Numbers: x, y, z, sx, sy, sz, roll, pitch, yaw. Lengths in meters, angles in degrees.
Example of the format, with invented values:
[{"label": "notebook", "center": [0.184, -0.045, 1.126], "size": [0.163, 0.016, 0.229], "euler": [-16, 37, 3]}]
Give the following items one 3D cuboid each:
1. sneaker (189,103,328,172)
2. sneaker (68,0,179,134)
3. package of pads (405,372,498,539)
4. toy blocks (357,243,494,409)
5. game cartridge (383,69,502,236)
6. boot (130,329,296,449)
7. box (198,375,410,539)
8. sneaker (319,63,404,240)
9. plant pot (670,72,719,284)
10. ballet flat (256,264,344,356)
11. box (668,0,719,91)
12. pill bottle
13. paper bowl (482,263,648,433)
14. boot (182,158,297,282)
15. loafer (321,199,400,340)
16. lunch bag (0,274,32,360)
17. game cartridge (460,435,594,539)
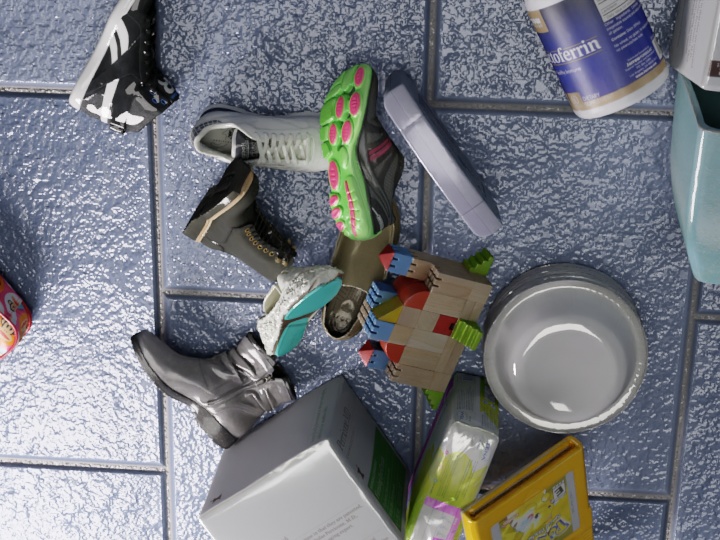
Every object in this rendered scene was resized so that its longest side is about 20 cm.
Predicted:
[{"label": "sneaker", "center": [-0.100, -0.146, 1.553], "size": [0.198, 0.081, 0.077], "euler": [3, 107, -1]}, {"label": "sneaker", "center": [-0.247, -0.249, 1.539], "size": [0.111, 0.073, 0.201], "euler": [30, 118, -9]}, {"label": "package of pads", "center": [0.109, 0.245, 1.635], "size": [0.068, 0.155, 0.201], "euler": [18, 110, -2]}, {"label": "toy blocks", "center": [0.062, 0.057, 1.577], "size": [0.136, 0.100, 0.201], "euler": [13, 112, -24]}, {"label": "game cartridge", "center": [0.091, -0.132, 1.513], "size": [0.040, 0.133, 0.201], "euler": [-35, 103, 8]}, {"label": "boot", "center": [-0.182, 0.117, 1.671], "size": [0.131, 0.070, 0.200], "euler": [-40, 111, 11]}, {"label": "box", "center": [-0.063, 0.276, 1.638], "size": [0.199, 0.199, 0.172], "euler": [-33, 103, 14]}, {"label": "sneaker", "center": [0.005, -0.138, 1.528], "size": [0.076, 0.083, 0.202], "euler": [13, 110, 47]}, {"label": "plant pot", "center": [0.439, -0.091, 1.473], "size": [0.194, 0.197, 0.202], "euler": [7, 119, 2]}, {"label": "ballet flat", "center": [-0.083, 0.036, 1.585], "size": [0.071, 0.072, 0.200], "euler": [29, 143, -6]}, {"label": "box", "center": [0.452, -0.293, 1.408], "size": [0.197, 0.131, 0.202], "euler": [4, 111, -7]}, {"label": "pill bottle", "center": [0.249, -0.279, 1.455], "size": [0.115, 0.116, 0.201], "euler": [-25, 105, 13]}, {"label": "paper bowl", "center": [0.247, 0.102, 1.600], "size": [0.199, 0.104, 0.202], "euler": [1, 110, 3]}, {"label": "boot", "center": [-0.117, -0.053, 1.550], "size": [0.138, 0.200, 0.078], "euler": [32, 72, -11]}, {"label": "loafer", "center": [0.000, 0.000, 1.603], "size": [0.075, 0.068, 0.202], "euler": [13, 111, 0]}, {"label": "lunch bag", "center": [-0.531, 0.049, 1.660], "size": [0.176, 0.082, 0.201], "euler": [-33, 104, 16]}, {"label": "game cartridge", "center": [0.212, 0.321, 1.641], "size": [0.176, 0.032, 0.201], "euler": [-31, 131, -18]}]
